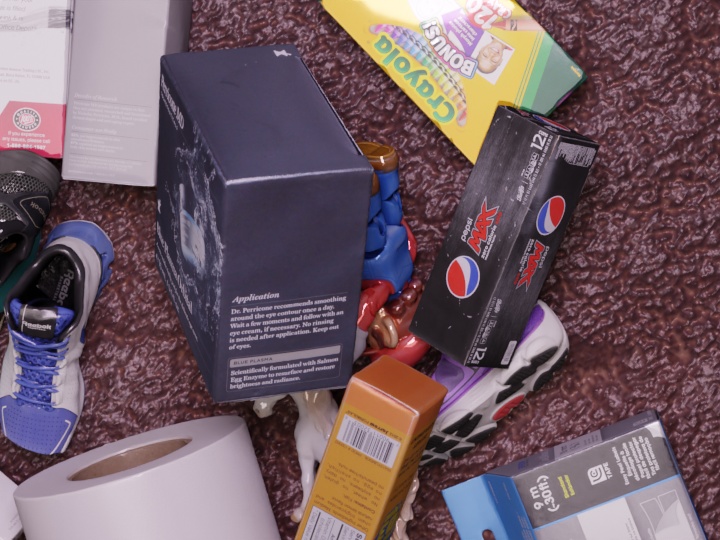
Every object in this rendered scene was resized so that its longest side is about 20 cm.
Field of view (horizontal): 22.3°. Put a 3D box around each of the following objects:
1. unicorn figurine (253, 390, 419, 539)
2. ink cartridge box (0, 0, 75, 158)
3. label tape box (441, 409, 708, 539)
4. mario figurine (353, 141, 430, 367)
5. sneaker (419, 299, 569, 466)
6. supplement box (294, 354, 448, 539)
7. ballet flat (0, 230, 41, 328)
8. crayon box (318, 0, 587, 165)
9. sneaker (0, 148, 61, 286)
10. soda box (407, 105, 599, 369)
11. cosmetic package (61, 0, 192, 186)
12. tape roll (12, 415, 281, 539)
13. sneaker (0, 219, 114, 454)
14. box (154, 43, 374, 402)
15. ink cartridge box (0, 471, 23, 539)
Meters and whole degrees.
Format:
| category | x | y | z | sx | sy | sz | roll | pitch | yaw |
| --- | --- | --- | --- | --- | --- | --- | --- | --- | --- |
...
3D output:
| category | x | y | z | sx | sy | sz | roll | pitch | yaw |
| --- | --- | --- | --- | --- | --- | --- | --- | --- | --- |
| unicorn figurine | -0.026 | 0.153 | 1.533 | 0.199 | 0.074 | 0.138 | 16 | 111 | 26 |
| ink cartridge box | -0.303 | -0.200 | 1.525 | 0.144 | 0.083 | 0.201 | 5 | 97 | 5 |
| label tape box | 0.184 | 0.222 | 1.543 | 0.199 | 0.063 | 0.145 | -22 | 94 | 7 |
| mario figurine | 0.000 | 0.000 | 1.508 | 0.123 | 0.106 | 0.201 | -25 | 120 | -22 |
| sneaker | 0.087 | 0.094 | 1.543 | 0.200 | 0.081 | 0.084 | -41 | 60 | 15 |
| supplement box | 0.001 | 0.172 | 1.441 | 0.069 | 0.066 | 0.201 | 28 | 115 | 16 |
| ballet flat | -0.337 | 0.033 | 1.571 | 0.069 | 0.069 | 0.201 | 22 | 100 | 2 |
| crayon box | 0.076 | -0.191 | 1.504 | 0.119 | 0.058 | 0.200 | -44 | 92 | 8 |
| sneaker | -0.347 | -0.032 | 1.504 | 0.198 | 0.076 | 0.115 | -5 | 54 | 21 |
| soda box | 0.114 | -0.025 | 1.455 | 0.071 | 0.063 | 0.201 | 32 | 106 | 38 |
| cosmetic package | -0.190 | -0.174 | 1.507 | 0.090 | 0.107 | 0.201 | 4 | 96 | 5 |
| tape roll | -0.171 | 0.217 | 1.507 | 0.202 | 0.203 | 0.140 | -16 | 95 | 7 |
| sneaker | -0.271 | 0.058 | 1.538 | 0.080 | 0.115 | 0.200 | 15 | 98 | 4 |
| box | -0.081 | -0.039 | 1.405 | 0.117 | 0.197 | 0.201 | -6 | 125 | -19 |
| ink cartridge box | -0.390 | 0.188 | 1.573 | 0.200 | 0.067 | 0.117 | 40 | 121 | 0 |
